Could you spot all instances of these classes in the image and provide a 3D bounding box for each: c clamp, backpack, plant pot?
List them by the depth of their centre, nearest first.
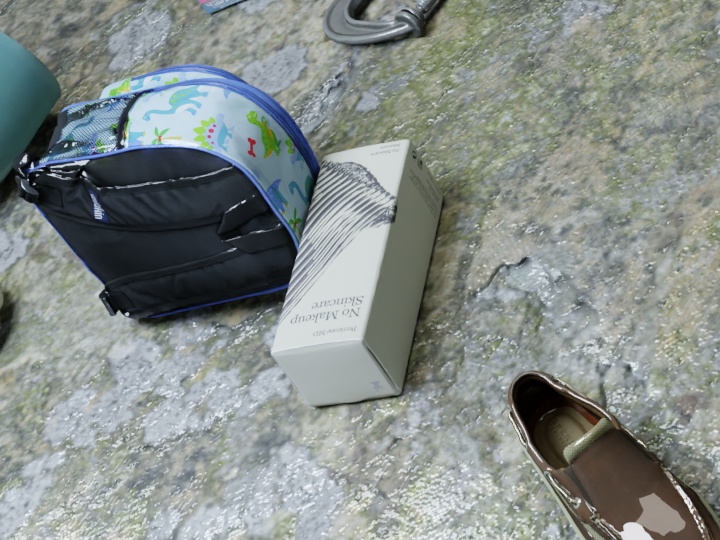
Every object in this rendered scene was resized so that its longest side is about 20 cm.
[{"bbox_3d":[-0.130,-0.070,1.564,0.199,0.183,0.147,-7,44,31],"label":"backpack"},{"bbox_3d":[0.060,-0.265,1.749,0.170,0.027,0.200,20,63,45],"label":"c clamp"},{"bbox_3d":[-0.396,-0.137,1.814,0.200,0.201,0.162,11,69,41],"label":"plant pot"}]

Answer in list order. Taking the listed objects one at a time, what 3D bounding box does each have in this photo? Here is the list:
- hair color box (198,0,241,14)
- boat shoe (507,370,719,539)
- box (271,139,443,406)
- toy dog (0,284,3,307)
[{"bbox_3d":[-0.113,-0.342,1.919,0.100,0.061,0.201,-19,42,19],"label":"hair color box"},{"bbox_3d":[0.151,0.130,1.254,0.075,0.075,0.202,-41,40,-8],"label":"boat shoe"},{"bbox_3d":[0.000,0.000,1.494,0.082,0.068,0.201,-10,45,25],"label":"box"},{"bbox_3d":[-0.417,0.048,1.685,0.199,0.140,0.194,-5,35,31],"label":"toy dog"}]
